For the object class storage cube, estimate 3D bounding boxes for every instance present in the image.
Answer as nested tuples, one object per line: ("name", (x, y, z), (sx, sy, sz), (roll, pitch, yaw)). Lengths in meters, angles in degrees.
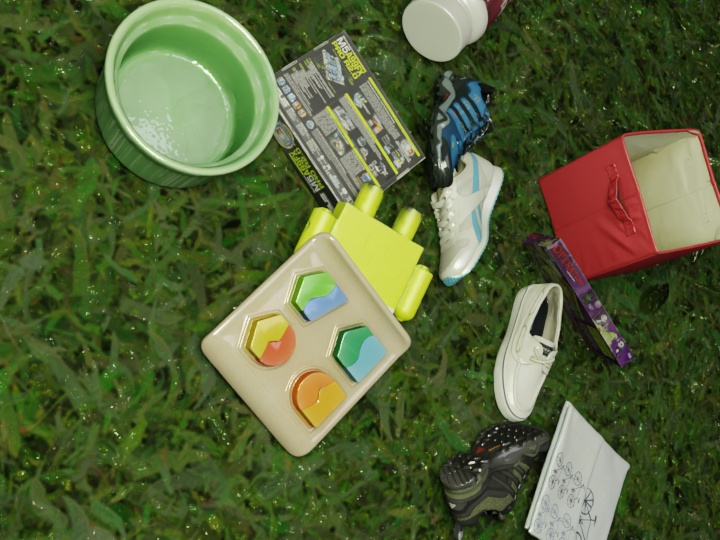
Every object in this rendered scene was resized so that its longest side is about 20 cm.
("storage cube", (0.397, -0.093, 1.283), (0.198, 0.179, 0.173), (-9, 80, -32))

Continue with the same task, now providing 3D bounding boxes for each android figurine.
("android figurine", (0.000, 0.000, 1.073), (0.181, 0.041, 0.201), (31, 81, -23))

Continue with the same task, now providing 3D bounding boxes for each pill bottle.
("pill bottle", (0.150, -0.394, 1.242), (0.114, 0.114, 0.200), (46, 60, -14))

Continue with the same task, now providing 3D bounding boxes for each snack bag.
("snack bag", (0.305, 0.310, 1.202), (0.200, 0.021, 0.190), (44, 59, -34))

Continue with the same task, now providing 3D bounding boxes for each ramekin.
("ramekin", (-0.201, -0.191, 0.985), (0.198, 0.097, 0.202), (8, 74, -30))

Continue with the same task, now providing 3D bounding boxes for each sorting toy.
("sorting toy", (-0.055, 0.086, 1.010), (0.200, 0.036, 0.186), (-43, 108, -16))

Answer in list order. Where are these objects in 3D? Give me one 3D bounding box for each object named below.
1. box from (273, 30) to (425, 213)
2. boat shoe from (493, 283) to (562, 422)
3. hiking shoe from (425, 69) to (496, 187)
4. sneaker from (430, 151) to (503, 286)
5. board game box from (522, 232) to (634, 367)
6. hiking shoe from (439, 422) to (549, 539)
("box", (-0.027, -0.184, 1.125), (0.160, 0.044, 0.201), (-41, 101, -33))
("boat shoe", (0.241, 0.110, 1.210), (0.072, 0.066, 0.202), (31, 64, -22))
("hiking shoe", (0.136, -0.193, 1.174), (0.086, 0.075, 0.202), (9, 56, 4))
("sneaker", (0.131, -0.071, 1.186), (0.080, 0.076, 0.202), (26, 59, -17))
("board game box", (0.307, 0.038, 1.240), (0.032, 0.120, 0.201), (-35, 99, -5))
("hiking shoe", (0.176, 0.269, 1.140), (0.199, 0.075, 0.102), (-19, 112, -39))
